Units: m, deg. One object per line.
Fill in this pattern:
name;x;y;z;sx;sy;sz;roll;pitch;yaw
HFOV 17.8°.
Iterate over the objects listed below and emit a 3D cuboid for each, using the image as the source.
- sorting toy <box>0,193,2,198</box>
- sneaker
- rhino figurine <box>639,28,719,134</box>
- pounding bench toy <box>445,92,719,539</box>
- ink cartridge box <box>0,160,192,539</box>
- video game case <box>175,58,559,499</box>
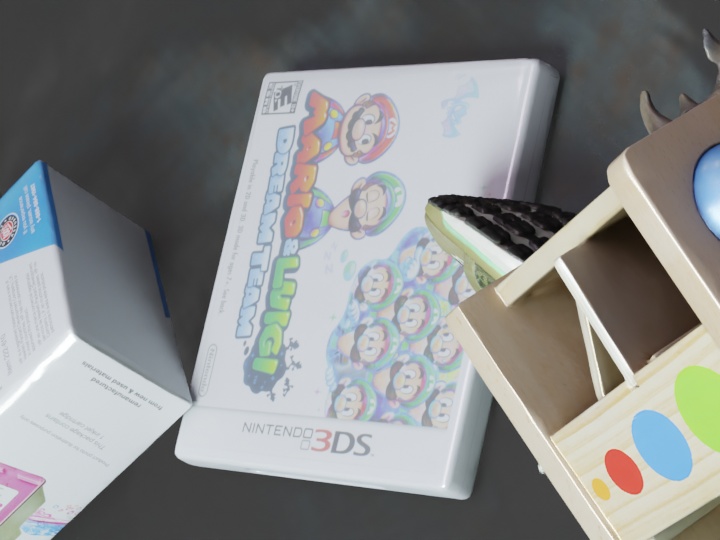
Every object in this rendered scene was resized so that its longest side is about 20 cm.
sorting toy;-0.265;0.006;1.331;0.185;0.036;0.201;-43;44;23
sneaker;0.080;0.039;0.947;0.200;0.077;0.089;47;122;40
rhino figurine;0.185;-0.046;0.885;0.199;0.060;0.088;21;95;44
pounding bench toy;0.158;0.043;0.787;0.201;0.124;0.156;56;148;7
ink cartridge box;-0.190;0.068;1.169;0.200;0.085;0.145;-42;37;18
video game case;0.000;0.000;1.076;0.181;0.024;0.201;2;74;45
